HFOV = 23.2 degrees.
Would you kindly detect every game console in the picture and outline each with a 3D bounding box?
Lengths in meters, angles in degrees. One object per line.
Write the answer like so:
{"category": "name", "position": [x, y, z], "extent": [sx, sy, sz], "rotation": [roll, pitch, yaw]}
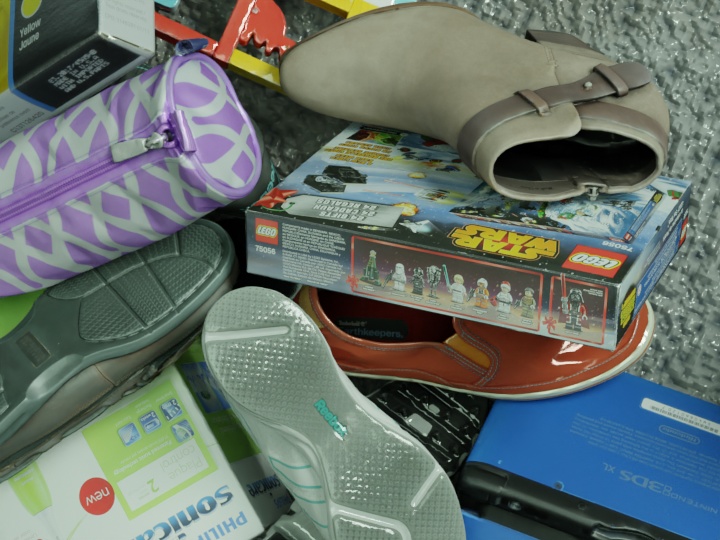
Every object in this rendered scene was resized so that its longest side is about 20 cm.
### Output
{"category": "game console", "position": [0.147, 0.160, 0.951], "extent": [0.200, 0.171, 0.118], "rotation": [20, 135, 12]}

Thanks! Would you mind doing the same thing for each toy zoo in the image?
{"category": "toy zoo", "position": [-0.057, -0.178, 0.999], "extent": [0.200, 0.020, 0.131], "rotation": [24, 84, -4]}

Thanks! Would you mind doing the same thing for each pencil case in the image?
{"category": "pencil case", "position": [-0.146, -0.041, 0.903], "extent": [0.200, 0.085, 0.084], "rotation": [-24, 99, 25]}

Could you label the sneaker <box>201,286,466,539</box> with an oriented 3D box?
{"category": "sneaker", "position": [-0.013, 0.092, 0.918], "extent": [0.070, 0.080, 0.200], "rotation": [-35, 94, -11]}

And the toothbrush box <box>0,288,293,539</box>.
{"category": "toothbrush box", "position": [-0.152, 0.092, 1.012], "extent": [0.145, 0.086, 0.200], "rotation": [-30, 85, 10]}

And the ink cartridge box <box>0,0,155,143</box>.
{"category": "ink cartridge box", "position": [-0.190, -0.166, 0.966], "extent": [0.197, 0.047, 0.200], "rotation": [-27, 57, 37]}

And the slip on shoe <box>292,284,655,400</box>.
{"category": "slip on shoe", "position": [0.060, 0.026, 0.940], "extent": [0.200, 0.061, 0.074], "rotation": [3, 64, -2]}

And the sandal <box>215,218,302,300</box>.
{"category": "sandal", "position": [0.000, 0.001, 1.001], "extent": [0.200, 0.043, 0.076], "rotation": [-5, 87, 12]}

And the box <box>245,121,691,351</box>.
{"category": "box", "position": [0.058, -0.023, 0.917], "extent": [0.200, 0.137, 0.040], "rotation": [12, 118, 21]}

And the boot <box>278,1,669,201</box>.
{"category": "boot", "position": [0.061, -0.084, 0.923], "extent": [0.200, 0.146, 0.070], "rotation": [-6, 121, -4]}

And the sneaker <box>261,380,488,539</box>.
{"category": "sneaker", "position": [-0.003, 0.135, 0.988], "extent": [0.066, 0.091, 0.200], "rotation": [37, 71, 9]}

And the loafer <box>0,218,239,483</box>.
{"category": "loafer", "position": [-0.148, 0.046, 0.945], "extent": [0.200, 0.063, 0.072], "rotation": [-34, 54, -6]}

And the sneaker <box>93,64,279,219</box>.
{"category": "sneaker", "position": [-0.126, -0.079, 1.007], "extent": [0.200, 0.079, 0.075], "rotation": [32, 85, 32]}
